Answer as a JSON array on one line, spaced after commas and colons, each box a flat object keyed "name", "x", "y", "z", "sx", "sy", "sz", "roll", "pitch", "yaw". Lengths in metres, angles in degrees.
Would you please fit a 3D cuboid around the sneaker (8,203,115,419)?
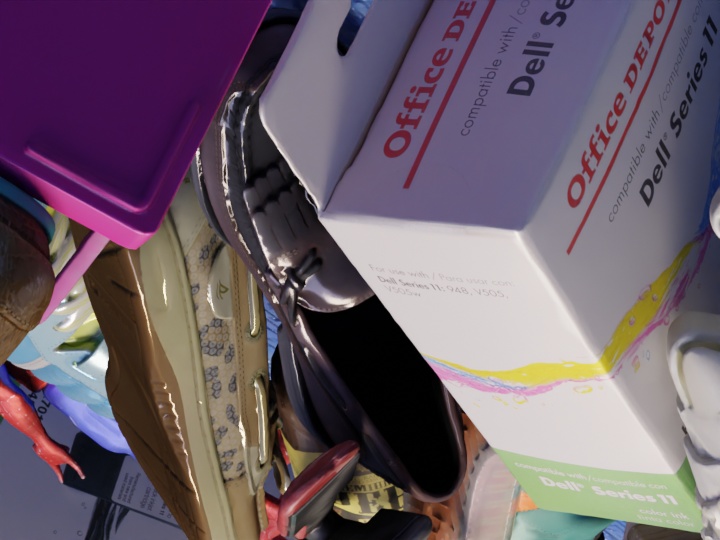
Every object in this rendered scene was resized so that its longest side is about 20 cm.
[{"name": "sneaker", "x": -0.103, "y": -0.007, "z": 0.972, "sx": 0.131, "sy": 0.080, "sz": 0.200, "roll": 29, "pitch": 164, "yaw": -5}]

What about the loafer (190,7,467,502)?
[{"name": "loafer", "x": 0.000, "y": 0.000, "z": 0.867, "sx": 0.063, "sy": 0.072, "sz": 0.200, "roll": 44, "pitch": 161, "yaw": 40}]

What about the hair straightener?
[{"name": "hair straightener", "x": 0.000, "y": 0.109, "z": 0.942, "sx": 0.077, "sy": 0.041, "sz": 0.200, "roll": 45, "pitch": 165, "yaw": 4}]

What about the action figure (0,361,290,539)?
[{"name": "action figure", "x": -0.114, "y": 0.047, "z": 1.097, "sx": 0.200, "sy": 0.065, "sz": 0.052, "roll": 32, "pitch": 147, "yaw": -20}]

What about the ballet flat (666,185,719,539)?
[{"name": "ballet flat", "x": 0.119, "y": 0.005, "z": 0.711, "sx": 0.072, "sy": 0.072, "sz": 0.200, "roll": 21, "pitch": 112, "yaw": 7}]

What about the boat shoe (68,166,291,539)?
[{"name": "boat shoe", "x": -0.052, "y": 0.033, "z": 0.938, "sx": 0.073, "sy": 0.063, "sz": 0.200, "roll": 48, "pitch": 157, "yaw": 37}]

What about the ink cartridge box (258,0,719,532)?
[{"name": "ink cartridge box", "x": 0.060, "y": -0.026, "z": 0.742, "sx": 0.067, "sy": 0.117, "sz": 0.200, "roll": 7, "pitch": 151, "yaw": 35}]

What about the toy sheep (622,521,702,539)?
[{"name": "toy sheep", "x": 0.149, "y": 0.103, "z": 0.900, "sx": 0.138, "sy": 0.138, "sz": 0.200, "roll": 27, "pitch": 167, "yaw": -6}]

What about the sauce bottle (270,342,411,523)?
[{"name": "sauce bottle", "x": -0.001, "y": 0.055, "z": 1.009, "sx": 0.065, "sy": 0.065, "sz": 0.200, "roll": 14, "pitch": 148, "yaw": 21}]

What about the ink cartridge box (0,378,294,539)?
[{"name": "ink cartridge box", "x": -0.124, "y": 0.130, "z": 1.173, "sx": 0.200, "sy": 0.147, "sz": 0.083, "roll": 21, "pitch": 154, "yaw": 4}]

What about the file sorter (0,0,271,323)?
[{"name": "file sorter", "x": -0.083, "y": -0.108, "z": 0.617, "sx": 0.139, "sy": 0.200, "sz": 0.125, "roll": 29, "pitch": 157, "yaw": -10}]

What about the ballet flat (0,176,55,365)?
[{"name": "ballet flat", "x": -0.140, "y": 0.015, "z": 0.597, "sx": 0.068, "sy": 0.072, "sz": 0.200, "roll": 37, "pitch": 158, "yaw": -34}]

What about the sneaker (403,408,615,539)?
[{"name": "sneaker", "x": 0.072, "y": 0.044, "z": 0.939, "sx": 0.080, "sy": 0.071, "sz": 0.200, "roll": -11, "pitch": 146, "yaw": -21}]
